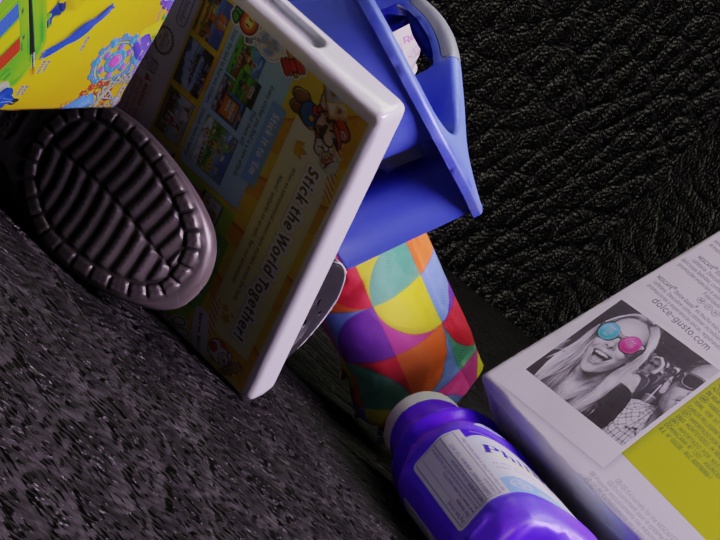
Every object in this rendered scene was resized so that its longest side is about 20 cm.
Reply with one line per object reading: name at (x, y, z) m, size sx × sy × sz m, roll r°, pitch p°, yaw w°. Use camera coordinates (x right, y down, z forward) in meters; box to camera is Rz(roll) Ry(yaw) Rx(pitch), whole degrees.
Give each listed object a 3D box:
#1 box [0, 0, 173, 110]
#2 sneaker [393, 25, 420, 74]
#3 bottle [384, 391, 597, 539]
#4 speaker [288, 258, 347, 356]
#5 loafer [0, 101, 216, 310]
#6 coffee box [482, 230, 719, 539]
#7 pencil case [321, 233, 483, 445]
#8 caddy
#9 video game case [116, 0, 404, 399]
box at (-0.157, -0.181, 1.051) m, size 0.122 × 0.200 × 0.192 m, roll 43°, pitch 25°, yaw 24°
sneaker at (0.002, -0.100, 1.435) m, size 0.200 × 0.099 × 0.075 m, roll 58°, pitch 33°, yaw -29°
bottle at (0.062, 0.120, 1.280) m, size 0.083 × 0.065 × 0.200 m, roll 39°, pitch 5°, yaw -24°
speaker at (-0.101, -0.036, 1.296) m, size 0.200 × 0.081 × 0.081 m, roll 43°, pitch 4°, yaw 19°
loafer at (-0.138, -0.056, 1.184) m, size 0.200 × 0.073 × 0.071 m, roll 43°, pitch 5°, yaw 19°
coffee box at (0.217, 0.127, 1.330) m, size 0.200 × 0.198 × 0.200 m, roll 46°, pitch -19°, yaw 45°
pencil case at (0.000, 0.000, 1.416) m, size 0.200 × 0.088 × 0.088 m, roll 68°, pitch -8°, yaw -25°
caddy at (-0.001, -0.099, 1.250) m, size 0.141 × 0.105 × 0.200 m, roll 58°, pitch 4°, yaw -47°
video game case at (-0.080, -0.063, 1.184) m, size 0.182 × 0.200 × 0.023 m, roll 43°, pitch 44°, yaw 18°
